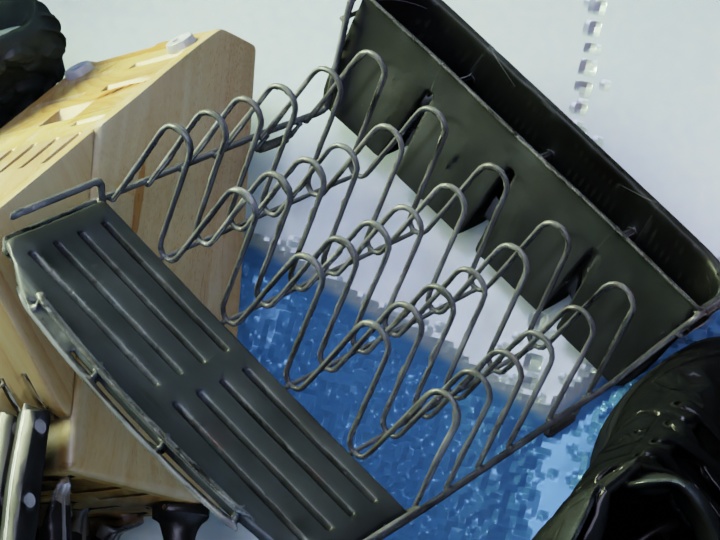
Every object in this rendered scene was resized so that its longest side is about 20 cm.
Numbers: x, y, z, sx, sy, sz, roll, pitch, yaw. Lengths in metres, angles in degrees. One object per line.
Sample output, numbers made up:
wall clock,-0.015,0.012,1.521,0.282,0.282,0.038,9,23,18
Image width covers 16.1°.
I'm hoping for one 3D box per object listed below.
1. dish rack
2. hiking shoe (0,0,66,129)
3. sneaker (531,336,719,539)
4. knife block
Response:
dish rack,0.000,0.000,0.750,0.153,0.055,0.200,44,39,16
hiking shoe,-0.198,-0.067,0.840,0.200,0.074,0.087,-16,73,3
sneaker,0.082,0.080,0.713,0.060,0.104,0.200,42,60,1
knife block,-0.077,0.043,0.794,0.064,0.176,0.200,-9,25,38
